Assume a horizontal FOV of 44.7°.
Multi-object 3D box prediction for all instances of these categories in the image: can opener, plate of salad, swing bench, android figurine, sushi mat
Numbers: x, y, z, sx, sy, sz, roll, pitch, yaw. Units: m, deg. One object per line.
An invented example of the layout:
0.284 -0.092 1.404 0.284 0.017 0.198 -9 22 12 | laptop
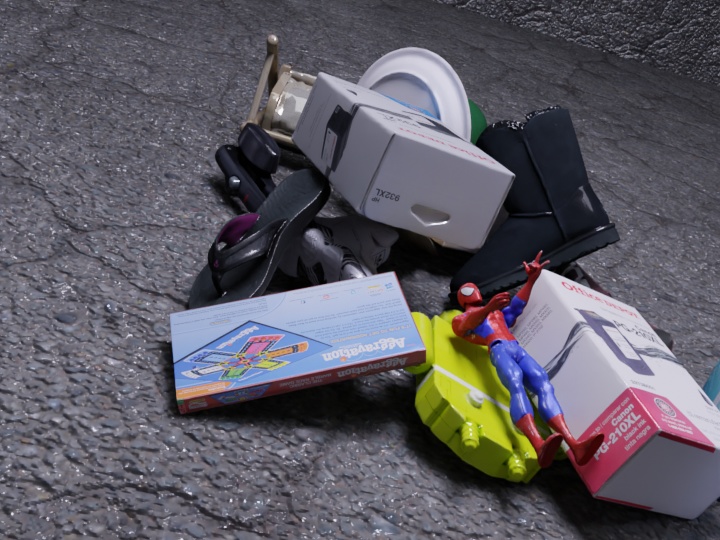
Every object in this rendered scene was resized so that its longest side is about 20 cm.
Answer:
-0.112 -0.087 1.008 0.063 0.079 0.200 -8 49 -29 | can opener
0.055 -0.157 1.026 0.048 0.201 0.200 -1 32 -46 | plate of salad
-0.041 -0.209 1.195 0.198 0.130 0.200 18 2 1 | swing bench
0.108 0.107 0.765 0.182 0.041 0.200 32 23 -9 | android figurine
0.036 -0.055 0.983 0.095 0.012 0.200 24 -4 14 | sushi mat

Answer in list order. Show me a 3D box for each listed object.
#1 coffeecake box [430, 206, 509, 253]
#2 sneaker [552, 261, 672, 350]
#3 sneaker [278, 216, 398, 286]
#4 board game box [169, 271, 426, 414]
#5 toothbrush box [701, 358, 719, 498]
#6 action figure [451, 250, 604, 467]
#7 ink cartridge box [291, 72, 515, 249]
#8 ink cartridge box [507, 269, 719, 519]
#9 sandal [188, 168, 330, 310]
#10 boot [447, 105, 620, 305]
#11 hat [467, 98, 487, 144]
0.150 -0.076 1.093 0.199 0.073 0.153 10 21 -35 | coffeecake box
0.274 0.058 0.979 0.115 0.076 0.200 9 37 -32 | sneaker
0.000 0.000 0.876 0.114 0.075 0.200 -4 33 -36 | sneaker
-0.055 0.056 0.724 0.199 0.020 0.103 -10 39 -8 | board game box
0.381 0.101 0.805 0.085 0.201 0.146 25 27 15 | toothbrush box
0.137 0.056 0.725 0.065 0.099 0.200 6 31 -28 | action figure
0.036 -0.113 0.870 0.144 0.084 0.200 14 20 -30 | ink cartridge box
0.224 0.105 0.770 0.144 0.084 0.200 20 28 -34 | ink cartridge box
-0.103 -0.033 0.826 0.075 0.048 0.201 10 53 35 | sandal
0.161 -0.070 0.953 0.169 0.199 0.076 67 12 8 | boot
0.176 -0.199 1.247 0.175 0.167 0.200 -4 9 -19 | hat
